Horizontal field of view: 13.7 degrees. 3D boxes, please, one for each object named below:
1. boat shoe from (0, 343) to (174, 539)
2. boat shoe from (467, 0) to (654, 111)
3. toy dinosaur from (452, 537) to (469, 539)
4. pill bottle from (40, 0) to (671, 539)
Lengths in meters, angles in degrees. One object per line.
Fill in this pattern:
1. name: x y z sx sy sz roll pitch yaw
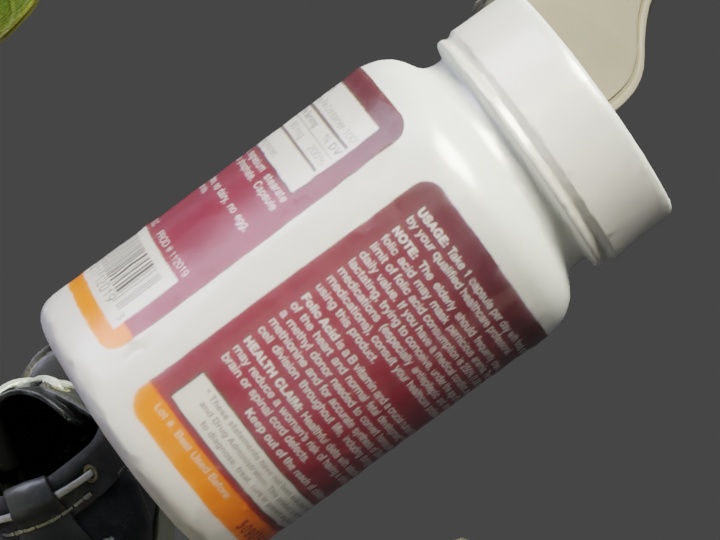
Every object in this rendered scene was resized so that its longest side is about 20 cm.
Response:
1. boat shoe: -0.111 0.064 1.138 0.072 0.068 0.200 -33 21 8
2. boat shoe: 0.077 -0.096 1.187 0.057 0.067 0.200 -39 12 38
3. toy dinosaur: -0.065 0.126 0.982 0.199 0.048 0.088 -16 23 33
4. pill bottle: 0.000 0.000 1.037 0.200 0.114 0.114 -36 23 1
